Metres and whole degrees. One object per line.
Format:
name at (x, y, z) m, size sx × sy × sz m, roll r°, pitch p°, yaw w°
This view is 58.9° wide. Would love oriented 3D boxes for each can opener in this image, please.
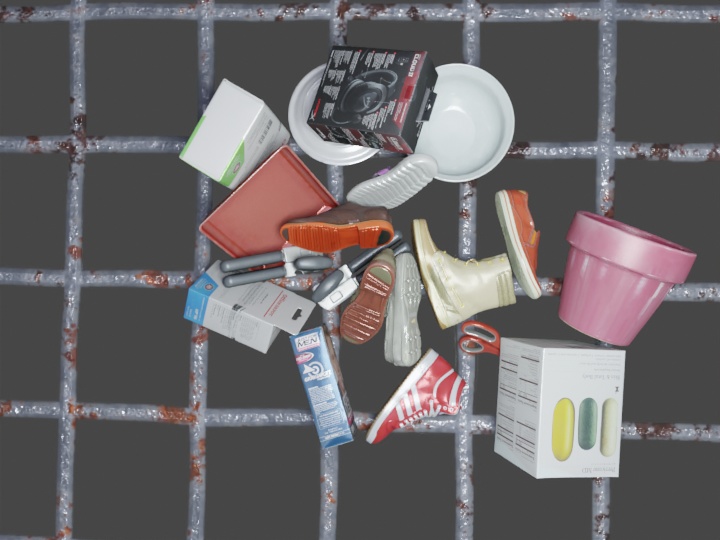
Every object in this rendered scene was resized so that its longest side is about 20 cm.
can opener at (0.000, 0.000, 1.143) m, size 0.199 × 0.067 × 0.054 m, roll -36°, pitch 88°, yaw 2°
can opener at (-0.147, -0.012, 1.122) m, size 0.198 × 0.066 × 0.053 m, roll -11°, pitch 89°, yaw -27°

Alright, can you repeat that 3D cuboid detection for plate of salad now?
plate of salad at (-0.032, -0.285, 1.160) m, size 0.198 × 0.048 × 0.202 m, roll -1°, pitch 79°, yaw 5°

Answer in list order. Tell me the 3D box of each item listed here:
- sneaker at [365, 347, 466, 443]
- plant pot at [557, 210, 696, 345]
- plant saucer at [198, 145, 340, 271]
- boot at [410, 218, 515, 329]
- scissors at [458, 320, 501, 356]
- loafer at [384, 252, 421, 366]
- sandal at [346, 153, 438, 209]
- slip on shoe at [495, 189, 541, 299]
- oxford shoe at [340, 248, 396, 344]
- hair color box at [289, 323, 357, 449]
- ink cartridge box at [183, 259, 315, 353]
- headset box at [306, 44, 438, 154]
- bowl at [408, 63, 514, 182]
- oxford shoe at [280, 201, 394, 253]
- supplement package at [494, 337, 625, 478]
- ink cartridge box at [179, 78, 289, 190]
sneaker at (0.104, 0.249, 1.131) m, size 0.112 × 0.071 × 0.200 m, roll 38°, pitch 89°, yaw 6°
plant pot at (0.425, 0.017, 1.069) m, size 0.198 × 0.200 × 0.180 m, roll 19°, pitch 106°, yaw 3°
plant saucer at (-0.156, -0.100, 1.113) m, size 0.200 × 0.200 × 0.037 m, roll -43°, pitch 50°, yaw 2°
boot at (0.181, -0.013, 1.130) m, size 0.154 × 0.073 × 0.202 m, roll -18°, pitch 90°, yaw 3°
scissors at (0.268, 0.145, 1.133) m, size 0.198 × 0.014 × 0.074 m, roll 21°, pitch 127°, yaw 4°
loafer at (0.067, 0.069, 1.134) m, size 0.069 × 0.070 × 0.202 m, roll 1°, pitch 90°, yaw 36°
sandal at (0.059, -0.157, 1.110) m, size 0.082 × 0.202 × 0.050 m, roll 30°, pitch 56°, yaw -34°
slip on shoe at (0.292, -0.050, 1.128) m, size 0.061 × 0.074 × 0.202 m, roll -13°, pitch 84°, yaw 0°
oxford shoe at (0.020, 0.049, 1.119) m, size 0.070 × 0.074 × 0.201 m, roll 27°, pitch 128°, yaw -1°
hair color box at (-0.063, 0.200, 1.126) m, size 0.060 × 0.100 × 0.202 m, roll -17°, pitch 88°, yaw 2°
ink cartridge box at (-0.192, 0.069, 1.121) m, size 0.199 × 0.116 × 0.068 m, roll 23°, pitch 121°, yaw 4°
headset box at (0.029, -0.285, 1.064) m, size 0.198 × 0.077 × 0.150 m, roll 13°, pitch 81°, yaw 26°
bowl at (0.166, -0.251, 1.127) m, size 0.199 × 0.090 × 0.203 m, roll 0°, pitch 89°, yaw 4°
oxford shoe at (-0.042, -0.080, 1.130) m, size 0.198 × 0.071 × 0.073 m, roll 0°, pitch 52°, yaw -5°
supplement package at (0.327, 0.222, 1.062) m, size 0.150 × 0.151 × 0.202 m, roll 4°, pitch 90°, yaw -14°
ink cartridge box at (-0.207, -0.215, 1.093) m, size 0.084 × 0.200 × 0.146 m, roll 30°, pitch 90°, yaw 6°
